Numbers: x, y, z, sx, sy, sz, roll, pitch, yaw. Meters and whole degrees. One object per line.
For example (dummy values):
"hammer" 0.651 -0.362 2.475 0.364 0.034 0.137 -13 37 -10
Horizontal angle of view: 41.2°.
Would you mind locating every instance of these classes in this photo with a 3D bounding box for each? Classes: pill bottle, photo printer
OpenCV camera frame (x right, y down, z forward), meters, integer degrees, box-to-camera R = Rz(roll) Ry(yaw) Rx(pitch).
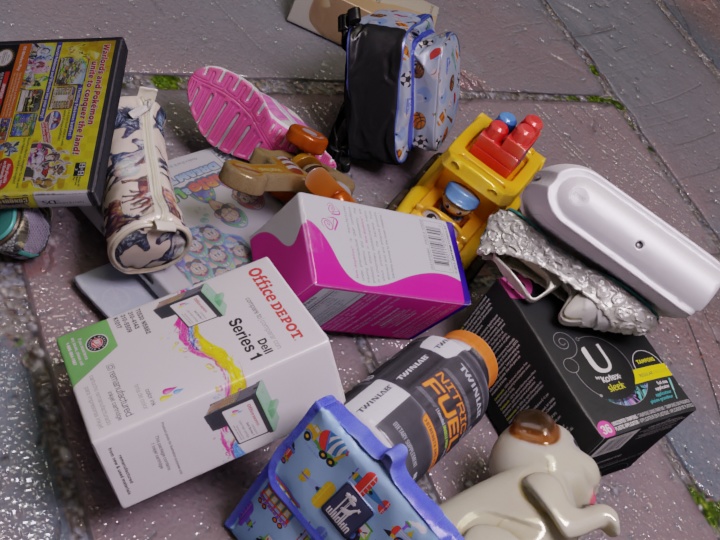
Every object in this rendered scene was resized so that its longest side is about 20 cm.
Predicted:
"pill bottle" 0.054 0.131 0.929 0.106 0.106 0.200 44 45 13
"photo printer" 0.255 -0.034 0.978 0.200 0.069 0.166 36 0 4

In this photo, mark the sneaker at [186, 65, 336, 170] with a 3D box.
"sneaker" -0.117 -0.162 1.110 0.200 0.081 0.088 40 12 -21

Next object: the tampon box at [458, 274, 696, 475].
"tampon box" 0.220 0.111 1.022 0.150 0.126 0.200 -9 56 -35

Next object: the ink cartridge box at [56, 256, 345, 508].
"ink cartridge box" -0.134 0.086 0.805 0.200 0.084 0.145 -22 38 -16

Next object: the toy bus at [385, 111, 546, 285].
"toy bus" 0.132 -0.097 1.116 0.136 0.192 0.200 39 46 5

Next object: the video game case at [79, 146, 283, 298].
"video game case" -0.165 -0.048 1.007 0.182 0.024 0.200 44 42 19

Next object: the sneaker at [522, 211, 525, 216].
"sneaker" 0.261 -0.021 1.204 0.200 0.075 0.114 1 81 -60

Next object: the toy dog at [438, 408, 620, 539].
"toy dog" 0.141 0.227 0.873 0.194 0.140 0.200 13 48 36

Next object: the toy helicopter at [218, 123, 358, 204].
"toy helicopter" -0.069 -0.090 0.986 0.132 0.079 0.200 34 20 21

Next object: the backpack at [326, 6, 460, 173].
"backpack" 0.049 -0.240 1.197 0.154 0.200 0.191 10 29 5

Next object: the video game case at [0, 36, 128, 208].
"video game case" -0.327 -0.144 0.923 0.181 0.026 0.200 -2 57 3

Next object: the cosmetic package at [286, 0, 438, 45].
"cosmetic package" 0.006 -0.369 1.374 0.200 0.071 0.105 22 44 -10

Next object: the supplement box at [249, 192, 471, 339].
"supplement box" 0.000 0.000 0.985 0.200 0.103 0.101 10 59 -37

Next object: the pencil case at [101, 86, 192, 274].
"pencil case" -0.216 -0.087 0.934 0.078 0.089 0.200 3 47 -26

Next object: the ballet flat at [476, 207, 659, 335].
"ballet flat" 0.202 0.017 0.972 0.200 0.072 0.072 37 44 11

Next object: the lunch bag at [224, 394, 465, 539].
"lunch bag" -0.004 0.196 0.771 0.094 0.200 0.151 -27 67 -42

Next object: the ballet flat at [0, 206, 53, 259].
"ballet flat" -0.339 -0.092 0.952 0.072 0.072 0.200 3 53 -26

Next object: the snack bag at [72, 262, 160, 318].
"snack bag" -0.161 0.042 0.954 0.200 0.021 0.189 43 44 16
